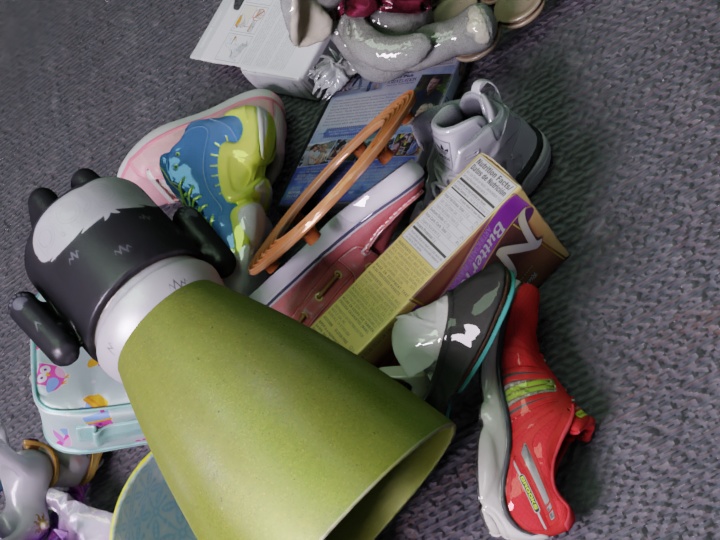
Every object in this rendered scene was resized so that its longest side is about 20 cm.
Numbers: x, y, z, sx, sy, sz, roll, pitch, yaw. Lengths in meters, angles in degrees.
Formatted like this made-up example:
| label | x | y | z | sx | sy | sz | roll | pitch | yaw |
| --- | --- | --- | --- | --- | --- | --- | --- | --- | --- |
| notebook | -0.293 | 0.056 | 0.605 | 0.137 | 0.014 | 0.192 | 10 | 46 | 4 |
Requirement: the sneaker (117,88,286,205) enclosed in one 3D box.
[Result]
| label | x | y | z | sx | sy | sz | roll | pitch | yaw |
| --- | --- | --- | --- | --- | --- | --- | --- | --- | --- |
| sneaker | -0.161 | -0.100 | 1.114 | 0.199 | 0.075 | 0.105 | -25 | 47 | 14 |

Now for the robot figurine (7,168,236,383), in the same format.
| label | x | y | z | sx | sy | sz | roll | pitch | yaw |
| --- | --- | --- | --- | --- | --- | --- | --- | --- | --- |
| robot figurine | -0.195 | 0.006 | 0.905 | 0.151 | 0.125 | 0.200 | -49 | 64 | 5 |

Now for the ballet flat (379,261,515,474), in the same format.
| label | x | y | z | sx | sy | sz | roll | pitch | yaw |
| --- | --- | --- | --- | --- | --- | --- | --- | --- | --- |
| ballet flat | 0.048 | 0.076 | 0.810 | 0.068 | 0.068 | 0.201 | -89 | 17 | -60 |

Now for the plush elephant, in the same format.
| label | x | y | z | sx | sy | sz | roll | pitch | yaw |
| --- | --- | --- | --- | --- | --- | --- | --- | --- | --- |
| plush elephant | -0.001 | -0.258 | 1.006 | 0.199 | 0.155 | 0.166 | -26 | 45 | 22 |

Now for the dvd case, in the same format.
| label | x | y | z | sx | sy | sz | roll | pitch | yaw |
| --- | --- | --- | --- | --- | --- | --- | --- | --- | --- |
| dvd case | 0.013 | -0.134 | 1.032 | 0.142 | 0.018 | 0.201 | -1 | 52 | 36 |

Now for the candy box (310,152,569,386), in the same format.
| label | x | y | z | sx | sy | sz | roll | pitch | yaw |
| --- | --- | --- | --- | --- | --- | --- | --- | --- | --- |
| candy box | 0.063 | 0.019 | 0.869 | 0.200 | 0.117 | 0.057 | -44 | 50 | 2 |

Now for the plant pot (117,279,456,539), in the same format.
| label | x | y | z | sx | sy | sz | roll | pitch | yaw |
| --- | --- | --- | --- | --- | --- | --- | --- | --- | --- |
| plant pot | -0.068 | 0.107 | 0.761 | 0.200 | 0.187 | 0.187 | 43 | 90 | 17 |

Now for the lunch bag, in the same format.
| label | x | y | z | sx | sy | sz | roll | pitch | yaw |
| --- | --- | --- | --- | --- | --- | --- | --- | --- | --- |
| lunch bag | -0.193 | 0.080 | 0.973 | 0.198 | 0.077 | 0.161 | -7 | 53 | -10 |

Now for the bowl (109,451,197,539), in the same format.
| label | x | y | z | sx | sy | sz | roll | pitch | yaw |
| --- | --- | --- | --- | --- | --- | --- | --- | --- | --- |
| bowl | -0.098 | 0.224 | 0.843 | 0.108 | 0.198 | 0.202 | 125 | 154 | -57 |

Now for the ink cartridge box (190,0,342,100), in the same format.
| label | x | y | z | sx | sy | sz | roll | pitch | yaw |
| --- | --- | --- | --- | --- | --- | --- | --- | --- | --- |
| ink cartridge box | -0.072 | -0.287 | 1.189 | 0.173 | 0.044 | 0.201 | 17 | 74 | 40 |

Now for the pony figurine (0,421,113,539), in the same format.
| label | x | y | z | sx | sy | sz | roll | pitch | yaw |
| --- | --- | --- | --- | --- | --- | --- | --- | --- | --- |
| pony figurine | -0.287 | 0.216 | 0.958 | 0.165 | 0.200 | 0.195 | -9 | 74 | 23 |

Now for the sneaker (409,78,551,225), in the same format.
| label | x | y | z | sx | sy | sz | roll | pitch | yaw |
| --- | --- | --- | --- | --- | --- | --- | --- | --- | --- |
| sneaker | 0.068 | -0.063 | 0.914 | 0.200 | 0.115 | 0.075 | -50 | 48 | -2 |

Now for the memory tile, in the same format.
| label | x | y | z | sx | sy | sz | roll | pitch | yaw |
| --- | --- | --- | --- | --- | --- | --- | --- | --- | --- |
| memory tile | 0.124 | -0.286 | 1.060 | 0.153 | 0.017 | 0.201 | -35 | 42 | 9 |

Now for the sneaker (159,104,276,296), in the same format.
| label | x | y | z | sx | sy | sz | roll | pitch | yaw |
| --- | --- | --- | --- | --- | --- | --- | --- | --- | --- |
| sneaker | -0.133 | -0.059 | 1.008 | 0.104 | 0.076 | 0.202 | -1 | 59 | 8 |

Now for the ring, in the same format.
| label | x | y | z | sx | sy | sz | roll | pitch | yaw |
| --- | --- | --- | --- | --- | --- | --- | --- | --- | --- |
| ring | -0.020 | -0.069 | 0.904 | 0.200 | 0.019 | 0.201 | -45 | 11 | 11 |

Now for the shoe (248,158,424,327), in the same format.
| label | x | y | z | sx | sy | sz | roll | pitch | yaw |
| --- | --- | --- | --- | --- | --- | --- | --- | --- | --- |
| shoe | 0.000 | 0.000 | 0.905 | 0.200 | 0.071 | 0.091 | -41 | 90 | 29 |

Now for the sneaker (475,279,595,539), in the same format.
| label | x | y | z | sx | sy | sz | roll | pitch | yaw |
| --- | --- | --- | --- | --- | --- | --- | --- | --- | --- |
| sneaker | 0.131 | 0.103 | 0.818 | 0.084 | 0.077 | 0.202 | 0 | 62 | 10 |
